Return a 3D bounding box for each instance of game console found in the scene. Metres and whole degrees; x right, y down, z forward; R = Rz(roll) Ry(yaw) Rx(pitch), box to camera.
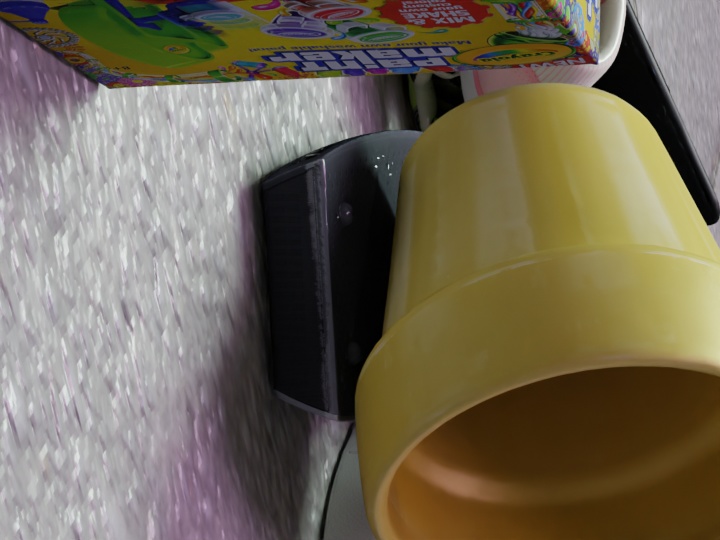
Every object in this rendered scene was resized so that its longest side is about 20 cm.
[{"bbox_3d":[0.164,-0.137,1.582,0.176,0.116,0.200,-41,110,-50],"label":"game console"}]

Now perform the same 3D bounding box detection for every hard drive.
[{"bbox_3d":[0.000,0.000,1.287,0.200,0.042,0.135,-19,106,-72],"label":"hard drive"}]

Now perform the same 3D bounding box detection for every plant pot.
[{"bbox_3d":[0.092,0.025,1.217,0.201,0.200,0.189,67,12,-50],"label":"plant pot"}]

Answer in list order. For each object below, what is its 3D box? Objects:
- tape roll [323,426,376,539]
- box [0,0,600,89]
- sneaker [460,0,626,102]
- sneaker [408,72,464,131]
[{"bbox_3d":[0.024,0.175,1.364,0.203,0.037,0.203,-1,90,-73],"label":"tape roll"},{"bbox_3d":[-0.030,-0.150,0.924,0.193,0.200,0.122,32,58,-69],"label":"box"},{"bbox_3d":[0.087,-0.176,1.392,0.105,0.075,0.201,-38,-120,54],"label":"sneaker"},{"bbox_3d":[0.066,-0.072,1.489,0.200,0.075,0.076,62,37,-36],"label":"sneaker"}]
